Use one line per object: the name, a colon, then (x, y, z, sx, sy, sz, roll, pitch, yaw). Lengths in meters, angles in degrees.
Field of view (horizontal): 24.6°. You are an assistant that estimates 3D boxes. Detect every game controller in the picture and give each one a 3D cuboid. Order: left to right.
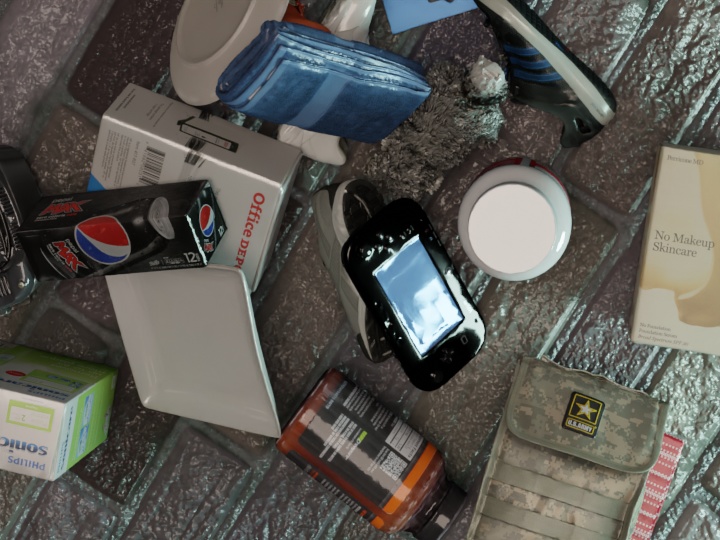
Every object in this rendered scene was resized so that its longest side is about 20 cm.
game controller: (0.057, 0.025, 1.692, 0.104, 0.042, 0.201, -36, 117, -11)

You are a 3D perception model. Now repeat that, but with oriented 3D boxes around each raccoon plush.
raccoon plush: (0.067, -0.142, 1.639, 0.097, 0.200, 0.134, 42, 80, 13)

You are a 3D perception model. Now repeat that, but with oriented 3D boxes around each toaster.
toaster: (-0.396, -0.054, 1.735, 0.112, 0.129, 0.202, -18, 96, 8)

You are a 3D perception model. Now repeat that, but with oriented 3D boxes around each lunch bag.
lunch bag: (0.213, 0.199, 1.683, 0.162, 0.118, 0.203, 17, 91, 8)

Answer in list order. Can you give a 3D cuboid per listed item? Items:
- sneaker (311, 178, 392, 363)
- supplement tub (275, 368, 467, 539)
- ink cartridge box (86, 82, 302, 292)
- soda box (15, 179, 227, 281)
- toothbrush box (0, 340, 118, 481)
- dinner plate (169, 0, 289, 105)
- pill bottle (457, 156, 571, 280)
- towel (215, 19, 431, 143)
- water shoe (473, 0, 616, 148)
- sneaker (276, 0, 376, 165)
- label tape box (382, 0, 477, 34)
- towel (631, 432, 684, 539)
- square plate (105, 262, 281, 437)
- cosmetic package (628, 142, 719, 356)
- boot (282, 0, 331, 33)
sneaker: (0.000, 0.000, 1.730, 0.079, 0.074, 0.203, 4, 114, 48)
supplement tub: (0.015, 0.202, 1.729, 0.199, 0.107, 0.107, 39, 100, 1)
ink cartridge box: (-0.175, -0.083, 1.704, 0.198, 0.085, 0.147, 22, 124, 3)
soda box: (-0.240, -0.039, 1.655, 0.197, 0.071, 0.064, -5, 123, 22)
toothbrush box: (-0.351, 0.143, 1.719, 0.144, 0.200, 0.087, 12, 99, 6)
dinner plate: (-0.135, -0.261, 1.644, 0.024, 0.200, 0.201, 26, 103, -37)
pill bottle: (0.153, -0.051, 1.631, 0.111, 0.200, 0.114, 1, 97, 7)
towel: (-0.034, -0.175, 1.591, 0.112, 0.198, 0.049, -44, 52, 36)
water shoe: (0.170, -0.207, 1.671, 0.200, 0.072, 0.079, 45, 110, -4)
sneaker: (-0.012, -0.201, 1.700, 0.098, 0.078, 0.202, 21, 114, -6)
label tape box: (0.067, -0.357, 1.671, 0.142, 0.063, 0.203, -16, 95, 9)
towel: (0.243, 0.246, 1.749, 0.143, 0.022, 0.202, 21, 98, 6)
square plate: (-0.172, 0.069, 1.712, 0.196, 0.028, 0.202, 9, 123, 35)
cosmetic package: (0.337, -0.023, 1.677, 0.104, 0.071, 0.203, 7, 98, 6)
boot: (-0.087, -0.265, 1.658, 0.199, 0.075, 0.108, 24, 92, 46)
